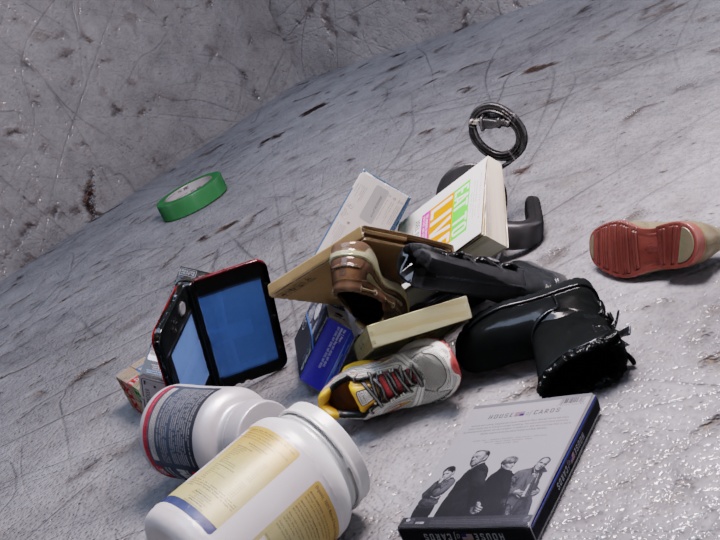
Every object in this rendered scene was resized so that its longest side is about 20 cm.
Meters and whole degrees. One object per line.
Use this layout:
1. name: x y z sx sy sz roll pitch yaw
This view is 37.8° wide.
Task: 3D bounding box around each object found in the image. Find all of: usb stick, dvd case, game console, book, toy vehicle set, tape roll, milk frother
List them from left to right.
1. tape roll: -0.465 -0.204 2.901 0.197 0.049 0.201 -23 19 8
2. game console: -0.189 0.113 1.451 0.116 0.203 0.174 0 37 13
3. toy vehicle set: 0.059 0.077 1.299 0.122 0.027 0.200 -16 -9 -8
4. usb stick: 0.084 0.064 1.427 0.198 0.056 0.033 -29 55 -5
5. book: 0.119 -0.051 1.435 0.199 0.047 0.136 -37 38 44
6. milk frother: 0.176 -0.124 1.579 0.177 0.203 0.189 -16 20 16
7. dvd case: 0.140 0.194 1.041 0.148 0.025 0.200 -12 23 37

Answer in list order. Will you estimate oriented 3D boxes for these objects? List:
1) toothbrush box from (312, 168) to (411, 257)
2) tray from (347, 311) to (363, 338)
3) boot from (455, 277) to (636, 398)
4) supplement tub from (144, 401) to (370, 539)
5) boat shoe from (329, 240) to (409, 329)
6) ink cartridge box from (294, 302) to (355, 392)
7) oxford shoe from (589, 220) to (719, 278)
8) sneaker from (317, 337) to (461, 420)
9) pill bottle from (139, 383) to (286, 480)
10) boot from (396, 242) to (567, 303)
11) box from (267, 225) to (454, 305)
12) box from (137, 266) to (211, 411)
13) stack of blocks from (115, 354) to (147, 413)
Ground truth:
1. toothbrush box: 0.003 -0.059 1.562 0.148 0.084 0.200 -60 0 -1
2. tray: 0.020 0.055 1.586 0.106 0.022 0.200 -26 18 -3
3. boot: 0.203 0.090 1.177 0.195 0.074 0.163 -25 24 9
4. supplement tub: -0.098 0.239 1.047 0.199 0.146 0.143 -37 21 -31
5. boat shoe: 0.008 0.041 1.309 0.073 0.202 0.076 -8 61 21
6. ink cartridge box: -0.053 0.095 1.468 0.101 0.039 0.200 -64 14 11
7. oxford shoe: 0.366 -0.028 1.307 0.074 0.072 0.199 -4 5 -29
8. sneaker: 0.033 0.140 1.241 0.198 0.079 0.082 -24 1 35
9. pill bottle: -0.174 0.202 1.291 0.198 0.121 0.119 -5 27 48
10. boot: 0.133 0.010 1.303 0.196 0.067 0.164 6 -3 -21
11. box: 0.000 0.000 1.369 0.161 0.022 0.199 8 -27 -40
12. box: -0.266 0.111 1.555 0.059 0.118 0.202 12 50 3
13. stack of blocks: -0.278 0.147 1.675 0.199 0.059 0.115 -34 20 -23
